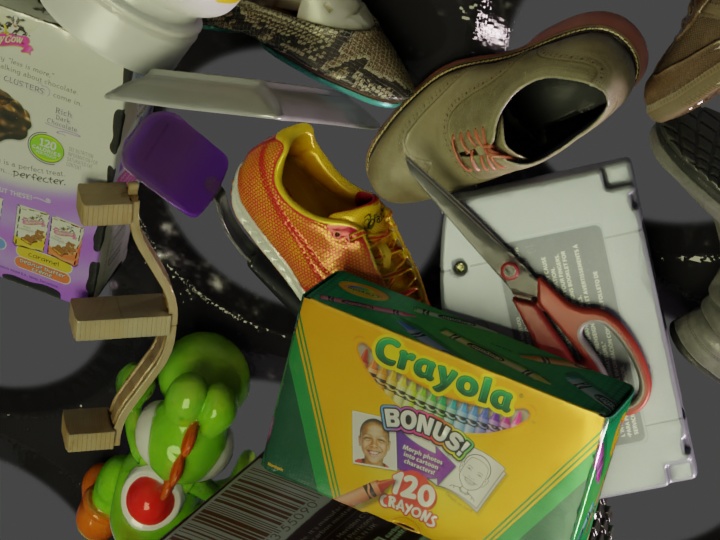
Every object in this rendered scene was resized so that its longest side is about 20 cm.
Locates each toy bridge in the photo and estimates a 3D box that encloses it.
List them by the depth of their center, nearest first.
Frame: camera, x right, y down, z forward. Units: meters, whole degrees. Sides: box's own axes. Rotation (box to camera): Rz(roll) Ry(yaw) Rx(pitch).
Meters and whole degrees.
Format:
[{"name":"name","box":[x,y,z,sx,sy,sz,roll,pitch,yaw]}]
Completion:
[{"name":"toy bridge","box":[-0.150,0.028,1.662,0.067,0.027,0.201,-3,126,-16]}]

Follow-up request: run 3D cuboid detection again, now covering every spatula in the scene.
[{"name":"spatula","box":[-0.073,-0.021,1.660,0.020,0.057,0.200,-12,129,44]}]

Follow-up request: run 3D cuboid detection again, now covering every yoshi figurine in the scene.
[{"name":"yoshi figurine","box":[-0.120,0.112,1.755,0.112,0.112,0.200,65,148,24]}]

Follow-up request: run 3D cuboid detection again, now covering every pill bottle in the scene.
[{"name":"pill bottle","box":[-0.092,-0.216,1.480,0.114,0.114,0.200,36,111,-3]}]

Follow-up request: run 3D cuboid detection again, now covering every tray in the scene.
[{"name":"tray","box":[-0.064,-0.100,1.535,0.107,0.200,0.022,7,93,17]}]

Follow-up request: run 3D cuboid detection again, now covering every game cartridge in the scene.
[{"name":"game cartridge","box":[0.119,0.041,1.589,0.132,0.042,0.201,-10,101,13]}]

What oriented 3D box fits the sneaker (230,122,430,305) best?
[{"name":"sneaker","box":[0.000,0.000,1.618,0.200,0.073,0.077,48,134,-3]}]

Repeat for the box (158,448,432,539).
[{"name":"box","box":[-0.025,0.245,1.666,0.164,0.166,0.201,16,132,38]}]

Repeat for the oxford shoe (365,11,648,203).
[{"name":"oxford shoe","box":[0.074,-0.086,1.547,0.200,0.075,0.071,-30,107,33]}]

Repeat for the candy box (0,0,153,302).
[{"name":"candy box","box":[-0.220,-0.098,1.657,0.167,0.072,0.201,20,126,8]}]

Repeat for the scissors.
[{"name":"scissors","box":[0.102,0.005,1.561,0.073,0.014,0.201,-27,97,14]}]

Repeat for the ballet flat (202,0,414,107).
[{"name":"ballet flat","box":[-0.055,-0.163,1.561,0.199,0.068,0.076,22,114,11]}]

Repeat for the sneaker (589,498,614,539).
[{"name":"sneaker","box":[0.103,0.143,1.690,0.085,0.078,0.201,-9,108,34]}]

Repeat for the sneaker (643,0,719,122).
[{"name":"sneaker","box":[0.224,-0.162,1.460,0.200,0.070,0.076,-38,83,31]}]

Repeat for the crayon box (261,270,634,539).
[{"name":"crayon box","box":[0.051,0.093,1.563,0.199,0.058,0.119,21,113,17]}]

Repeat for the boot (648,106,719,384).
[{"name":"boot","box":[0.221,0.003,1.556,0.200,0.070,0.132,42,131,-2]}]
